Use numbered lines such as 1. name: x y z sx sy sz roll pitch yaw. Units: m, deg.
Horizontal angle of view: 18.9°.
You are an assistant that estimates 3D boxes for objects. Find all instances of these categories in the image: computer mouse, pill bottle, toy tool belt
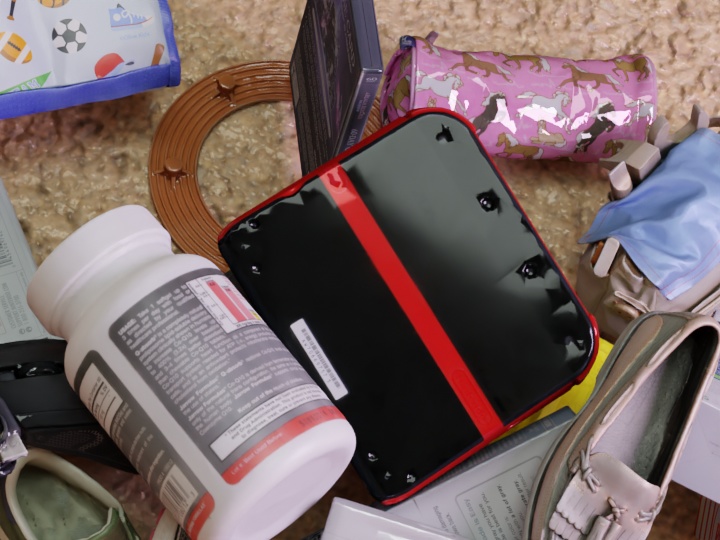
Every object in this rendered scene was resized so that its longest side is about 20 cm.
1. computer mouse: -0.179 0.079 1.360 0.200 0.053 0.139 15 26 -44
2. pill bottle: -0.105 0.063 1.298 0.116 0.116 0.200 -32 71 -25
3. toy tool belt: 0.224 -0.047 1.503 0.125 0.123 0.200 29 70 26

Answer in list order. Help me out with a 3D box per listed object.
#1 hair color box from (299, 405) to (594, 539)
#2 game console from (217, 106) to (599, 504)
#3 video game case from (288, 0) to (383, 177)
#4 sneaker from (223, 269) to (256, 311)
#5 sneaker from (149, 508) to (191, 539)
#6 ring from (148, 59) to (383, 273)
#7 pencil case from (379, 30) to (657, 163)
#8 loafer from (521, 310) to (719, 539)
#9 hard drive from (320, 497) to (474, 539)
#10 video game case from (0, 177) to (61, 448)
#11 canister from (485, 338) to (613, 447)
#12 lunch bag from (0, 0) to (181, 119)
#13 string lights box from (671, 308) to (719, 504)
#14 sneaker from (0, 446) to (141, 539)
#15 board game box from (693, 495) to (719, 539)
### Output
1. hair color box: 0.065 0.175 1.351 0.199 0.061 0.099 -27 94 0
2. game console: 0.034 0.017 1.333 0.177 0.031 0.200 -32 89 -5
3. video game case: -0.019 -0.137 1.469 0.019 0.200 0.143 -1 61 -13
4. sneaker: 0.000 0.000 1.386 0.199 0.079 0.076 -9 64 -12
5. sneaker: -0.080 0.219 1.307 0.081 0.075 0.201 26 51 -44
6. ring: -0.052 -0.071 1.553 0.200 0.019 0.201 4 61 -8
7. pencil case: 0.117 -0.123 1.572 0.199 0.083 0.087 5 92 -13
8. loafer: 0.157 0.110 1.291 0.072 0.063 0.201 32 71 -17
9. hard drive: 0.017 0.252 1.313 0.131 0.027 0.201 17 94 -1
10. video game case: -0.294 0.044 1.442 0.181 0.023 0.200 -17 66 -19
11. canister: 0.050 0.068 1.450 0.199 0.087 0.149 28 62 5
12. lunch bag: -0.231 -0.191 1.530 0.169 0.124 0.200 -13 56 -18
13. string lights box: 0.259 0.096 1.426 0.102 0.059 0.200 27 19 6
14. sneaker: -0.160 0.189 1.343 0.067 0.090 0.200 -36 73 -27
15. board game box: 0.332 0.188 1.406 0.199 0.152 0.047 7 101 -7
